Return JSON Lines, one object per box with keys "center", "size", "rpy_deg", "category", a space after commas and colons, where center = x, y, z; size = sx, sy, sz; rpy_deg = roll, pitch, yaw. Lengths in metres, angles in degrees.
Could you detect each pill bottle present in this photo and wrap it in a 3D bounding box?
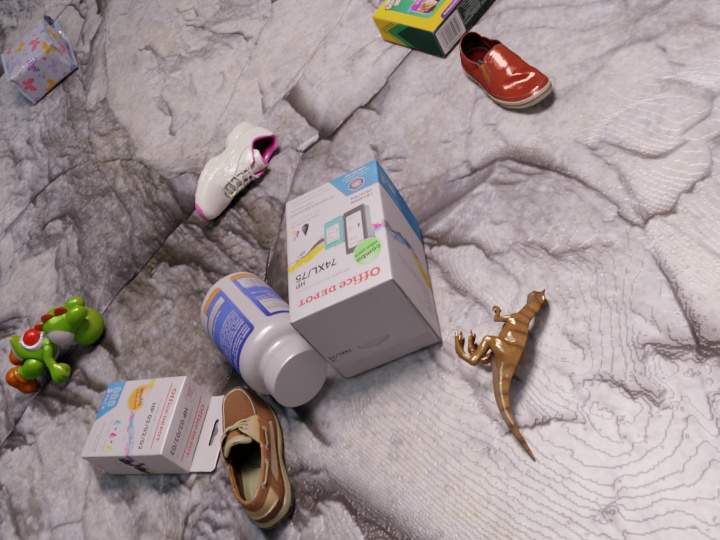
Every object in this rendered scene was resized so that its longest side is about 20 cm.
{"center": [-0.128, 0.094, 1.004], "size": [0.112, 0.112, 0.199], "rpy_deg": [-46, 45, -6], "category": "pill bottle"}

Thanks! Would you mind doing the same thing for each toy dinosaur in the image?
{"center": [0.160, 0.097, 0.841], "size": [0.104, 0.061, 0.204], "rpy_deg": [2, 58, 33], "category": "toy dinosaur"}

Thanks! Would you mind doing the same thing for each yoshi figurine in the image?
{"center": [-0.512, 0.124, 1.278], "size": [0.199, 0.113, 0.112], "rpy_deg": [-39, 1, 22], "category": "yoshi figurine"}

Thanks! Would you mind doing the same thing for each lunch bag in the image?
{"center": [-0.874, -0.583, 2.033], "size": [0.168, 0.127, 0.202], "rpy_deg": [-38, 54, 5], "category": "lunch bag"}

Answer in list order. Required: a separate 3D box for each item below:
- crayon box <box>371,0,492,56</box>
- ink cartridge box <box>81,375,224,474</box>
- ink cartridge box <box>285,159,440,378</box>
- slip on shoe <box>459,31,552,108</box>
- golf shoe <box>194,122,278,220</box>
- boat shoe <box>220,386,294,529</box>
{"center": [0.141, -0.478, 1.301], "size": [0.201, 0.058, 0.171], "rpy_deg": [-49, 43, -8], "category": "crayon box"}
{"center": [-0.283, 0.217, 1.046], "size": [0.195, 0.068, 0.118], "rpy_deg": [-9, 52, 28], "category": "ink cartridge box"}
{"center": [0.000, 0.000, 0.963], "size": [0.144, 0.146, 0.204], "rpy_deg": [-23, 47, 17], "category": "ink cartridge box"}
{"center": [0.209, -0.301, 1.116], "size": [0.074, 0.061, 0.201], "rpy_deg": [-38, 45, -1], "category": "slip on shoe"}
{"center": [-0.216, -0.174, 1.302], "size": [0.090, 0.076, 0.203], "rpy_deg": [12, 65, 35], "category": "golf shoe"}
{"center": [-0.139, 0.222, 0.939], "size": [0.075, 0.074, 0.201], "rpy_deg": [-35, 44, 4], "category": "boat shoe"}
